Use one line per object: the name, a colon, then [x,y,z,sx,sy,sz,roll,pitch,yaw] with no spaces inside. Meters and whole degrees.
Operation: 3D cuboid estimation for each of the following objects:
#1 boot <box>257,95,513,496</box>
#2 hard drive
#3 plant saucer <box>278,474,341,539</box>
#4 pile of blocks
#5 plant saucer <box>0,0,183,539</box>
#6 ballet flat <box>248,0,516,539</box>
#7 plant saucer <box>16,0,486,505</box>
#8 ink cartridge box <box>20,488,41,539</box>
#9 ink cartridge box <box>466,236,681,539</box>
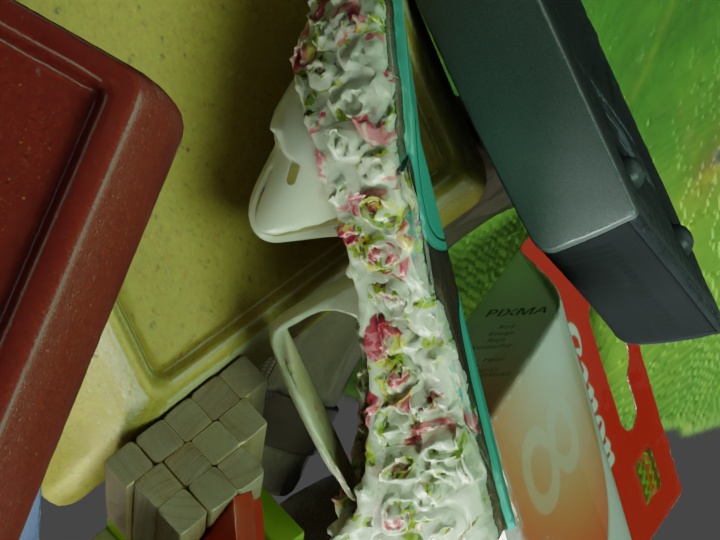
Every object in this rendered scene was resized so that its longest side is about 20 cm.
boot: [-0.011,0.007,1.033,0.199,0.070,0.147,7,105,-45]
hard drive: [0.056,-0.075,0.975,0.042,0.201,0.135,-26,155,10]
plant saucer: [-0.037,0.157,1.026,0.200,0.036,0.202,-161,-90,-87]
pile of blocks: [-0.062,0.117,0.957,0.082,0.062,0.200,-27,156,-44]
plant saucer: [-0.152,-0.020,0.734,0.199,0.037,0.201,29,55,-13]
ballet flat: [0.000,0.000,0.890,0.063,0.076,0.202,-11,99,1]
plant saucer: [-0.053,-0.056,0.912,0.200,0.048,0.201,-36,115,-25]
ink cartridge box: [-0.170,0.087,0.769,0.199,0.043,0.198,0,95,-27]
ink cartridge box: [0.089,0.076,1.119,0.200,0.050,0.163,-48,127,-48]
